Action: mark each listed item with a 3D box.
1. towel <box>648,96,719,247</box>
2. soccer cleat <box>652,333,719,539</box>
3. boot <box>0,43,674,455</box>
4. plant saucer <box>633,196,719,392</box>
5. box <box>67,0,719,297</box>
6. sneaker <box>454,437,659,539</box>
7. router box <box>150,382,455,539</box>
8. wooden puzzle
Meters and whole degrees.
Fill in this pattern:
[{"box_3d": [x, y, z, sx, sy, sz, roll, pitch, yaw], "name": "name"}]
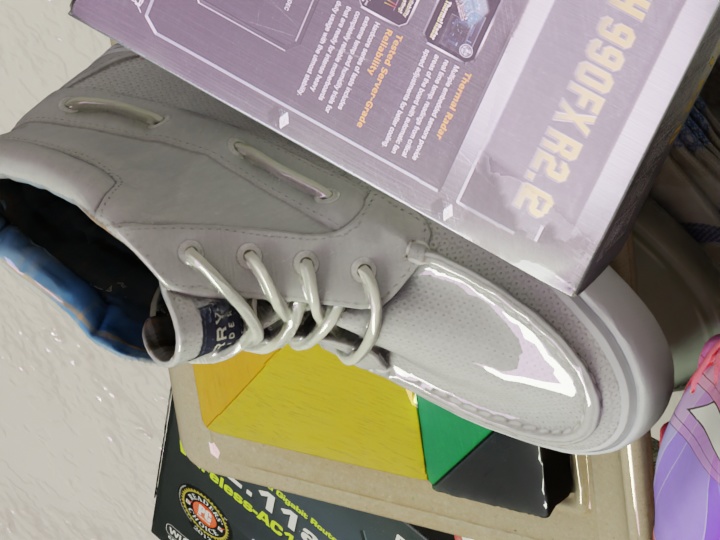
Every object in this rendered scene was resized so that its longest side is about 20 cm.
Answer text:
[{"box_3d": [0.029, -0.070, 0.889, 0.147, 0.024, 0.200, 6, 152, 45], "name": "towel"}, {"box_3d": [0.110, 0.032, 0.735, 0.200, 0.067, 0.077, 101, 154, -61], "name": "soccer cleat"}, {"box_3d": [-0.019, 0.009, 0.816, 0.200, 0.096, 0.074, 28, 130, 22], "name": "boot"}, {"box_3d": [0.024, 0.001, 0.966, 0.200, 0.050, 0.200, 24, 161, 9], "name": "plant saucer"}, {"box_3d": [0.033, -0.117, 0.741, 0.158, 0.048, 0.200, 29, 117, 10], "name": "box"}, {"box_3d": [0.125, 0.091, 0.949, 0.200, 0.078, 0.082, 20, 155, -9], "name": "sneaker"}, {"box_3d": [0.012, 0.107, 1.155, 0.200, 0.062, 0.150, 37, 147, 17], "name": "router box"}, {"box_3d": [0.000, 0.000, 0.885, 0.200, 0.037, 0.185, 15, 125, 37], "name": "wooden puzzle"}]
